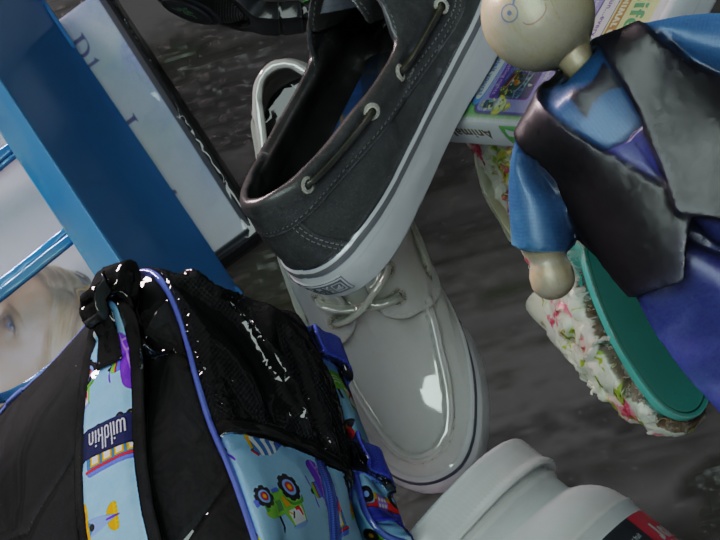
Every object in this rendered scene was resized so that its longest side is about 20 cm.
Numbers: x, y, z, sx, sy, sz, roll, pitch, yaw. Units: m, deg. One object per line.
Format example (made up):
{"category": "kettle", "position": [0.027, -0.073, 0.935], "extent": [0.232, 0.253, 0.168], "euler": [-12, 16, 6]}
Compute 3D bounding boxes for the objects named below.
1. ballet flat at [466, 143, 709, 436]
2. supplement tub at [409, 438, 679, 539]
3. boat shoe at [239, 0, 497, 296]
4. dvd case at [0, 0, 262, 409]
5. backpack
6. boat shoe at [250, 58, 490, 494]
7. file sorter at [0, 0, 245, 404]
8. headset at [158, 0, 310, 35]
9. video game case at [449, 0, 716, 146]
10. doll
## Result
{"category": "ballet flat", "position": [0.091, -0.015, 1.027], "extent": [0.064, 0.075, 0.201], "euler": [-38, 66, 47]}
{"category": "supplement tub", "position": [0.102, 0.176, 0.953], "extent": [0.200, 0.140, 0.141], "euler": [39, 93, 15]}
{"category": "boat shoe", "position": [0.005, -0.088, 0.944], "extent": [0.070, 0.066, 0.201], "euler": [0, 57, 47]}
{"category": "dvd case", "position": [-0.159, -0.016, 1.109], "extent": [0.200, 0.018, 0.143], "euler": [-36, 75, 7]}
{"category": "backpack", "position": [-0.066, 0.125, 0.895], "extent": [0.183, 0.134, 0.200], "euler": [-46, 49, 26]}
{"category": "boat shoe", "position": [0.000, 0.000, 1.041], "extent": [0.072, 0.066, 0.201], "euler": [-18, 78, 12]}
{"category": "file sorter", "position": [-0.157, -0.017, 1.030], "extent": [0.123, 0.139, 0.200], "euler": [-38, 76, 11]}
{"category": "headset", "position": [-0.070, -0.166, 1.091], "extent": [0.199, 0.094, 0.124], "euler": [1, 78, -1]}
{"category": "video game case", "position": [0.086, -0.137, 0.982], "extent": [0.182, 0.022, 0.200], "euler": [8, 62, 50]}
{"category": "doll", "position": [0.113, -0.028, 0.802], "extent": [0.136, 0.048, 0.200], "euler": [-44, 75, 18]}
